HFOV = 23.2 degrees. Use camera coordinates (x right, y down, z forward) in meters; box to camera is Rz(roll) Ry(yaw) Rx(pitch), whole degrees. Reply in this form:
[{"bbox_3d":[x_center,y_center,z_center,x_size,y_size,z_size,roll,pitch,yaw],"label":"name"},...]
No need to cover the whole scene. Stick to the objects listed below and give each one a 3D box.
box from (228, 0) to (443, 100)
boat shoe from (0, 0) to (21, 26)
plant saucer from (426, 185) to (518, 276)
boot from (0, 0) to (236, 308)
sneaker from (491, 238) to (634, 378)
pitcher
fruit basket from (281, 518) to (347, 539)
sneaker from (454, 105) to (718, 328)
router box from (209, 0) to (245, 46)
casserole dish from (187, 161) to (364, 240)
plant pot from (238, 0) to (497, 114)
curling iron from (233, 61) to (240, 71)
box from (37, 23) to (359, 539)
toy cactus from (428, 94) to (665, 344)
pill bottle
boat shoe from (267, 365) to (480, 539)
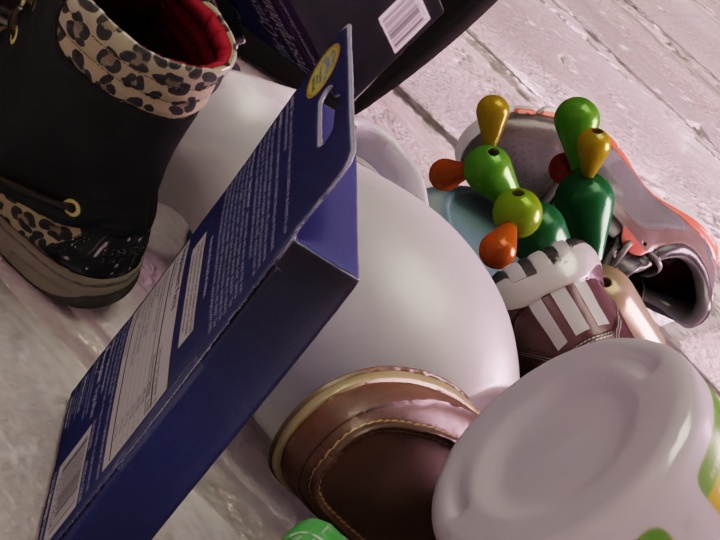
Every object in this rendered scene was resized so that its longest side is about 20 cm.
[{"bbox_3d":[-0.053,-0.185,0.840,0.141,0.079,0.200,43,-7,27],"label":"box"},{"bbox_3d":[-0.217,-0.152,0.871,0.200,0.064,0.071,38,24,1],"label":"boat shoe"},{"bbox_3d":[0.109,0.011,1.077,0.200,0.027,0.200,30,25,-16],"label":"plant saucer"},{"bbox_3d":[-0.149,-0.097,0.746,0.204,0.154,0.073,43,43,7],"label":"boot"},{"bbox_3d":[0.116,0.078,0.852,0.116,0.076,0.200,62,2,31],"label":"sneaker"},{"bbox_3d":[0.000,0.000,0.808,0.171,0.121,0.200,-8,53,-45],"label":"pitcher"},{"bbox_3d":[0.022,0.151,0.618,0.185,0.094,0.200,37,13,21],"label":"fruit basket"},{"bbox_3d":[0.148,-0.030,1.084,0.200,0.077,0.082,28,32,-19],"label":"sneaker"},{"bbox_3d":[-0.143,-0.173,0.842,0.150,0.062,0.200,40,-8,16],"label":"router box"},{"bbox_3d":[-0.019,-0.017,0.936,0.121,0.039,0.200,36,25,-2],"label":"casserole dish"},{"bbox_3d":[-0.010,-0.221,1.144,0.199,0.177,0.200,33,25,-10],"label":"plant pot"},{"bbox_3d":[-0.096,-0.076,0.942,0.200,0.026,0.050,-69,142,-62],"label":"curling iron"},{"bbox_3d":[-0.049,0.015,0.633,0.032,0.200,0.121,30,25,-16],"label":"box"},{"bbox_3d":[0.102,0.000,0.975,0.165,0.102,0.200,46,42,-23],"label":"toy cactus"},{"bbox_3d":[0.124,0.131,0.656,0.200,0.111,0.111,52,17,-24],"label":"pill bottle"},{"bbox_3d":[0.040,0.097,0.702,0.068,0.072,0.200,48,7,39],"label":"boat shoe"}]
